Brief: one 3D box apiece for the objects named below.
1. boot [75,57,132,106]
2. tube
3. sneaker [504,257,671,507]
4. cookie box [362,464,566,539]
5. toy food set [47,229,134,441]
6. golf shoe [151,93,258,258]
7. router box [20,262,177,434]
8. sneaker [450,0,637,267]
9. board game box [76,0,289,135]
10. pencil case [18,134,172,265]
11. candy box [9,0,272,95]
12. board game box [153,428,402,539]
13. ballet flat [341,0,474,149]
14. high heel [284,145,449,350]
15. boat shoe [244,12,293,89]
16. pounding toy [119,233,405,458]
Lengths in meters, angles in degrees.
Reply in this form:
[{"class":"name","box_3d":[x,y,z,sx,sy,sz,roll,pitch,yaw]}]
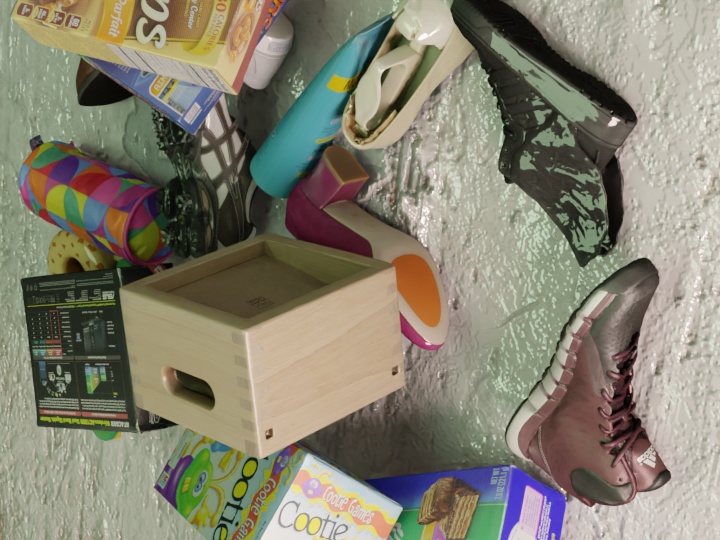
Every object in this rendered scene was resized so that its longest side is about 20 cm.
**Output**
[{"class":"boot","box_3d":[-0.258,-0.283,1.330,0.202,0.068,0.189,69,152,20]},{"class":"tube","box_3d":[-0.028,-0.141,1.130,0.050,0.078,0.200,40,132,1]},{"class":"sneaker","box_3d":[0.187,0.092,0.963,0.116,0.075,0.201,45,136,23]},{"class":"cookie box","box_3d":[0.050,0.249,1.061,0.199,0.075,0.173,-15,51,45]},{"class":"toy food set","box_3d":[-0.268,0.067,1.416,0.197,0.048,0.202,37,121,34]},{"class":"golf shoe","box_3d":[-0.132,-0.113,1.216,0.077,0.094,0.203,19,112,47]},{"class":"router box","box_3d":[-0.247,0.075,1.308,0.199,0.062,0.152,-4,92,49]},{"class":"sneaker","box_3d":[0.122,-0.106,0.985,0.200,0.060,0.105,42,123,19]},{"class":"board game box","box_3d":[-0.137,-0.233,1.149,0.135,0.034,0.201,34,86,22]},{"class":"pencil case","box_3d":[-0.260,-0.072,1.360,0.199,0.088,0.090,27,116,38]},{"class":"candy box","box_3d":[-0.173,-0.226,1.108,0.198,0.055,0.117,16,80,21]},{"class":"board game box","box_3d":[-0.072,0.185,1.110,0.104,0.104,0.199,-60,29,-5]},{"class":"ballet flat","box_3d":[0.042,-0.171,1.053,0.070,0.069,0.201,51,128,25]},{"class":"high heel","box_3d":[0.000,0.000,1.128,0.201,0.067,0.096,55,135,20]},{"class":"boat shoe","box_3d":[-0.136,-0.238,1.222,0.200,0.072,0.069,42,125,20]},{"class":"pounding toy","box_3d":[-0.079,0.063,1.085,0.199,0.183,0.144,14,117,44]}]
